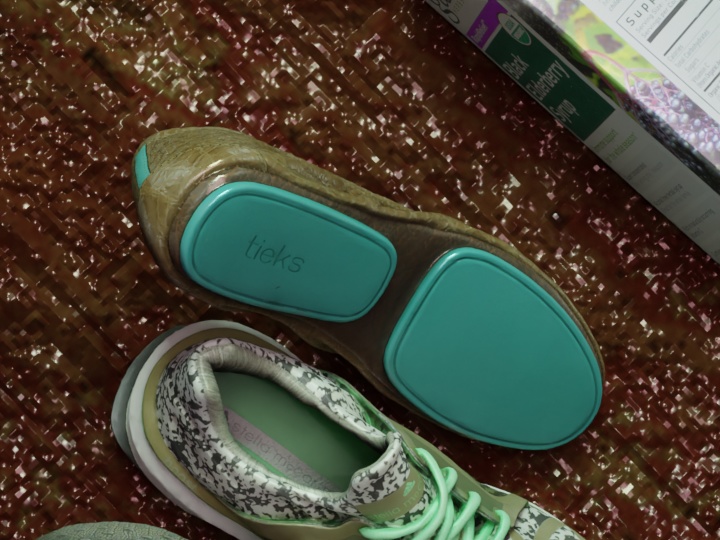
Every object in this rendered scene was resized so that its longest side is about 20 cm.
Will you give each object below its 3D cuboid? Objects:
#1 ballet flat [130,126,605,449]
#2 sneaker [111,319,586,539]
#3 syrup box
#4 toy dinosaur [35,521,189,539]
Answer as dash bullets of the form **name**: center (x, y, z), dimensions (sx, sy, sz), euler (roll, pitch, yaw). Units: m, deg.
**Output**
- **ballet flat**: center (0.000, 0.000, 0.932), dimensions (0.199, 0.072, 0.068), euler (23, 106, -38)
- **sneaker**: center (0.010, 0.082, 0.919), dimensions (0.199, 0.089, 0.077), euler (30, 77, -3)
- **syrup box**: center (0.112, -0.076, 0.968), dimensions (0.200, 0.079, 0.082), euler (41, 77, 0)
- **toy dinosaur**: center (-0.070, 0.125, 0.912), dimensions (0.199, 0.077, 0.103), euler (12, 83, 27)
